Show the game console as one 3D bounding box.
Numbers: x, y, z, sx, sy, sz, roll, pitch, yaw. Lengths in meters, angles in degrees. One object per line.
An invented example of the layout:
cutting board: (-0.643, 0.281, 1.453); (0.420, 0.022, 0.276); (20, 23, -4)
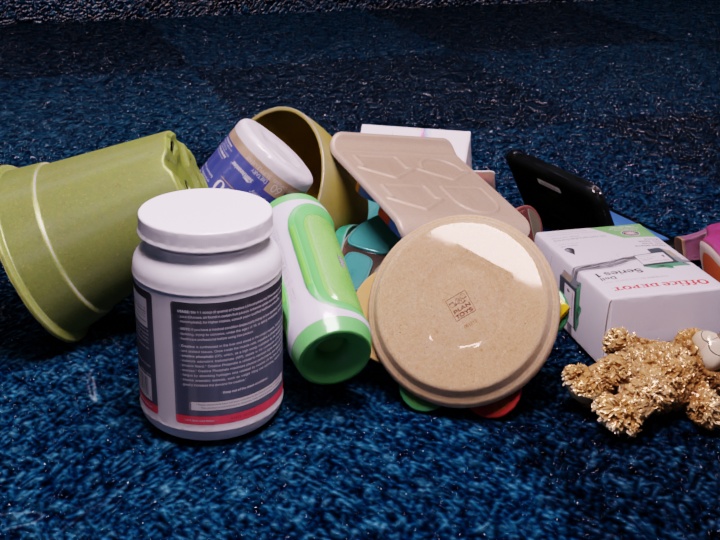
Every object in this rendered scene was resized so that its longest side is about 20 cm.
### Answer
game console: (0.318, -0.098, 1.483); (0.116, 0.177, 0.200); (-36, 34, -13)

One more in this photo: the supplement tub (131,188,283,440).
supplement tub: (-0.140, 0.040, 1.009); (0.137, 0.204, 0.141); (1, 22, -1)

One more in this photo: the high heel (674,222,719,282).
high heel: (0.464, -0.020, 1.350); (0.094, 0.069, 0.200); (-10, 19, 1)

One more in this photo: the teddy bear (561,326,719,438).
teddy bear: (0.291, 0.101, 1.059); (0.196, 0.068, 0.145); (-4, 25, -10)

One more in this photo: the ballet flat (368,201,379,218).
ballet flat: (0.045, -0.074, 1.477); (0.197, 0.073, 0.071); (16, 26, 28)

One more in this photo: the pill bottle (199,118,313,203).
pill bottle: (-0.155, -0.064, 1.251); (0.111, 0.201, 0.111); (39, 12, -10)

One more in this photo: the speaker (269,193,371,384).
speaker: (-0.048, 0.014, 1.085); (0.087, 0.089, 0.202); (-5, 44, -15)

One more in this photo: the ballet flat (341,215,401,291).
ballet flat: (0.000, 0.000, 1.245); (0.066, 0.063, 0.200); (21, 33, 13)

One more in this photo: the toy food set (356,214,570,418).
toy food set: (0.100, 0.043, 1.067); (0.200, 0.049, 0.198); (-44, 69, -6)

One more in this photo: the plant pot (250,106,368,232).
plant pot: (-0.072, -0.086, 1.369); (0.198, 0.203, 0.141); (23, 4, 43)

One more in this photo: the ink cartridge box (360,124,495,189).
ink cartridge box: (0.098, -0.144, 1.555); (0.196, 0.117, 0.069); (6, 64, 10)

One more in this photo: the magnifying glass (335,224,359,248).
magnifying glass: (-0.026, 0.016, 1.254); (0.022, 0.081, 0.201); (-6, 29, 26)

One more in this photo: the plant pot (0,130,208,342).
plant pot: (-0.257, -0.053, 1.150); (0.187, 0.203, 0.201); (-22, 21, 7)

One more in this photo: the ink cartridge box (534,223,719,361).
ink cartridge box: (0.296, 0.024, 1.220); (0.143, 0.086, 0.200); (-5, 23, -14)

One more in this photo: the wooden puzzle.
wooden puzzle: (0.076, -0.088, 1.268); (0.182, 0.047, 0.201); (-1, 38, -31)

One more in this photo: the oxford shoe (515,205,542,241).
oxford shoe: (0.148, -0.024, 1.382); (0.198, 0.072, 0.074); (-21, 4, -39)
